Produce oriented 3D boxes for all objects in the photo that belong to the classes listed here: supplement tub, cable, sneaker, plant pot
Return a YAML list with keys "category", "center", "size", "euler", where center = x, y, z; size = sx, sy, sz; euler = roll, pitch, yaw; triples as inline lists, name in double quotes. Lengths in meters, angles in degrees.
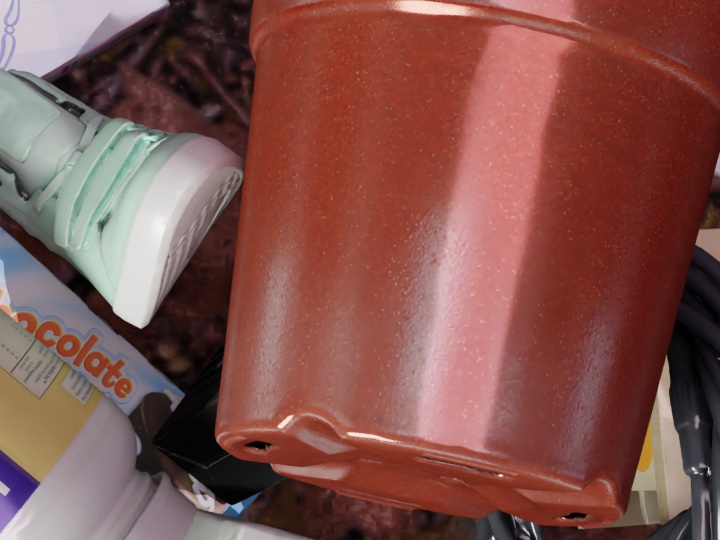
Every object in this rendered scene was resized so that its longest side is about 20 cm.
- category: "supplement tub"
  center: [-0.178, 0.075, 0.910]
  size: [0.200, 0.145, 0.145]
  euler: [40, 78, -6]
- category: "cable"
  center: [0.104, 0.077, 0.945]
  size: [0.051, 0.163, 0.201]
  euler: [1, 107, -37]
- category: "sneaker"
  center: [-0.115, -0.037, 0.928]
  size: [0.118, 0.200, 0.074]
  euler: [35, 79, -5]
- category: "plant pot"
  center: [0.038, -0.017, 0.843]
  size: [0.200, 0.201, 0.196]
  euler: [13, 78, -12]

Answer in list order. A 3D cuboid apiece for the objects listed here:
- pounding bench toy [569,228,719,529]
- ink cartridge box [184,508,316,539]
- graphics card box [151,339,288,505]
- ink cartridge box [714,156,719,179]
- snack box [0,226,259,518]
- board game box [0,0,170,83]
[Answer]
- category: "pounding bench toy"
  center: [0.203, 0.045, 1.035]
  size: [0.199, 0.156, 0.125]
  euler: [-4, 86, -14]
- category: "ink cartridge box"
  center: [0.005, 0.184, 1.008]
  size: [0.200, 0.067, 0.116]
  euler: [21, 81, -27]
- category: "graphics card box"
  center: [0.000, 0.000, 0.988]
  size: [0.051, 0.125, 0.200]
  euler: [40, 64, -8]
- category: "ink cartridge box"
  center: [0.095, -0.126, 1.086]
  size: [0.200, 0.039, 0.100]
  euler: [27, 80, -11]
- category: "snack box"
  center: [-0.149, 0.066, 1.011]
  size: [0.200, 0.037, 0.116]
  euler: [42, 76, -6]
- category: "board game box"
  center: [-0.219, -0.148, 1.011]
  size: [0.199, 0.043, 0.200]
  euler: [-32, 92, -13]
